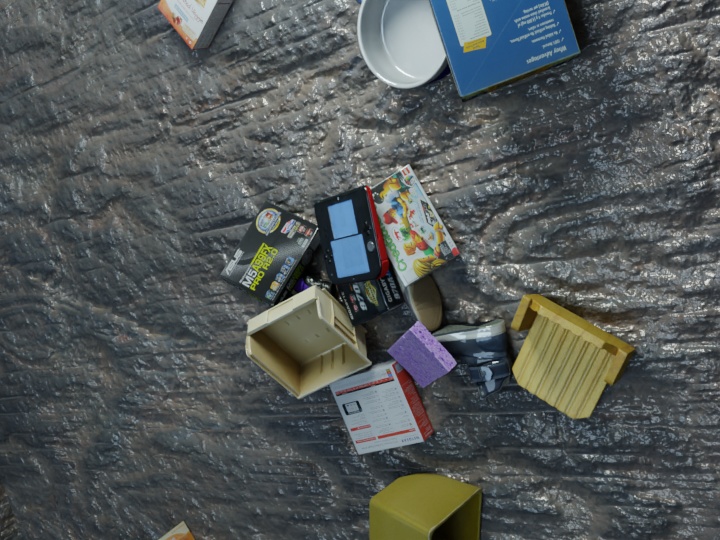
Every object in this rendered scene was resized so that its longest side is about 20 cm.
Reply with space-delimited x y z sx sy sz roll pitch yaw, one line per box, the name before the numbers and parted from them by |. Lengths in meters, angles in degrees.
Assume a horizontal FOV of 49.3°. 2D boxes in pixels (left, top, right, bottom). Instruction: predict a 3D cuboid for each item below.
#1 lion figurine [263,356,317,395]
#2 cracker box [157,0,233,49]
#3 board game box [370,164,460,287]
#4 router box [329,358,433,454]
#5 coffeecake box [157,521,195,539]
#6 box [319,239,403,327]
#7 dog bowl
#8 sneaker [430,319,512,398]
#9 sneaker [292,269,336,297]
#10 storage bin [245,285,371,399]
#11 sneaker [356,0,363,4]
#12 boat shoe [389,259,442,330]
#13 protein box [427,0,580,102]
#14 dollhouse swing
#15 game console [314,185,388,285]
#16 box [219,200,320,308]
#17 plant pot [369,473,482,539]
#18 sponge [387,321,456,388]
lion figurine | -0.137 0.217 1.839 0.198 0.072 0.124 -27 82 25
cracker box | -0.346 -0.602 1.696 0.134 0.057 0.200 49 127 11
board game box | 0.093 -0.087 1.532 0.125 0.035 0.202 -31 85 7
router box | 0.043 0.303 1.740 0.198 0.049 0.182 -20 94 39
coffeecake box | -0.536 0.873 2.301 0.073 0.153 0.202 -38 83 39
box | 0.000 0.000 1.623 0.158 0.045 0.203 -29 80 57
dog bowl | 0.095 -0.437 1.418 0.197 0.078 0.204 13 114 32
sneaker | 0.208 0.182 1.558 0.200 0.076 0.149 -9 100 38
sneaker | -0.103 0.036 1.746 0.099 0.069 0.202 -30 90 31
storage bin | -0.113 0.153 1.680 0.198 0.095 0.199 -27 129 22
sneaker | 0.029 -0.581 1.416 0.088 0.078 0.203 24 119 30
boat shoe | 0.102 0.029 1.589 0.065 0.071 0.203 -27 88 56
protein box | 0.221 -0.403 1.254 0.195 0.135 0.203 -19 96 10
dollhouse swing | 0.354 0.167 1.397 0.198 0.181 0.178 31 102 23
game console | -0.022 -0.064 1.557 0.199 0.031 0.180 -10 97 55
box | -0.193 -0.034 1.719 0.159 0.044 0.202 26 79 26
plant pot | 0.124 0.554 1.687 0.198 0.194 0.198 16 115 38
sponge | 0.121 0.173 1.579 0.112 0.030 0.200 46 160 5
